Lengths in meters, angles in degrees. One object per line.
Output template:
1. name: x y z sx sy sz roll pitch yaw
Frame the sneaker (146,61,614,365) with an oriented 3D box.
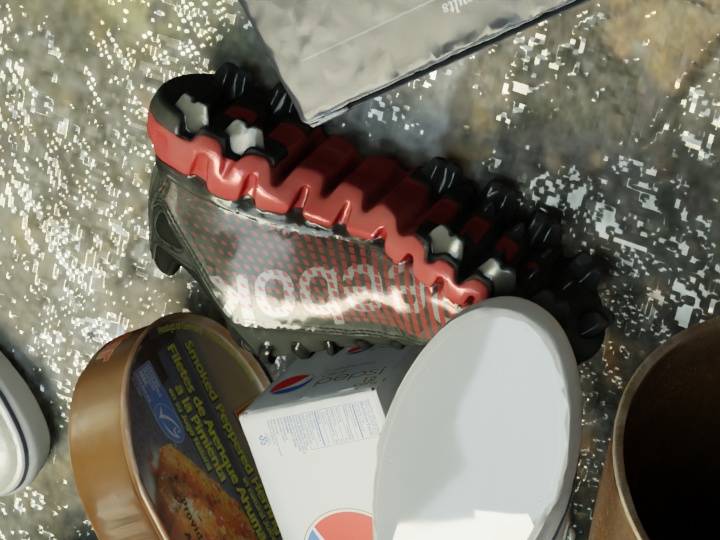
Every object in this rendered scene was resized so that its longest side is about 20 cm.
1. sneaker: 0.000 0.000 0.990 0.200 0.071 0.098 25 118 13

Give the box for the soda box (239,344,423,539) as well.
1. soda box: 0.021 0.130 1.035 0.064 0.068 0.200 -12 105 25

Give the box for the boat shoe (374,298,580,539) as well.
1. boat shoe: 0.047 0.103 0.950 0.071 0.070 0.200 10 106 19

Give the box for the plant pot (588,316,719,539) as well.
1. plant pot: 0.155 0.150 0.942 0.187 0.187 0.200 27 133 10

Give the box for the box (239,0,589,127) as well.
1. box: 0.011 -0.175 0.894 0.148 0.104 0.200 -21 102 27

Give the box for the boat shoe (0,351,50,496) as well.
1. boat shoe: -0.227 0.035 1.096 0.200 0.070 0.071 40 120 3

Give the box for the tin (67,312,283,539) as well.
1. tin: -0.052 0.114 1.034 0.042 0.112 0.200 -18 102 35
